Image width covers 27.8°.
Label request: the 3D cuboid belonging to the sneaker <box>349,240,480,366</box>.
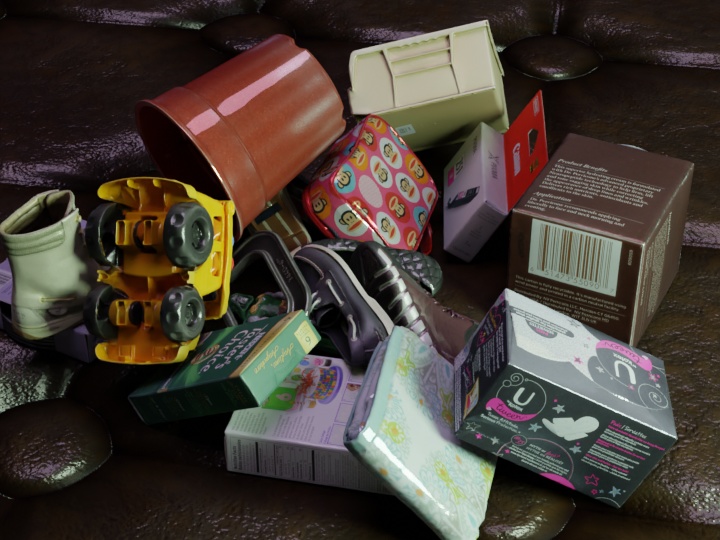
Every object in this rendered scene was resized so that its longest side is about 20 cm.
[{"bbox_3d":[0.071,0.049,1.665,0.115,0.076,0.201,-21,80,-44],"label":"sneaker"}]

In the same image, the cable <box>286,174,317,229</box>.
[{"bbox_3d":[-0.110,-0.114,1.902,0.199,0.051,0.097,32,8,21],"label":"cable"}]

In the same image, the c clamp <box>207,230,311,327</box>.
[{"bbox_3d":[-0.135,0.041,1.693,0.171,0.027,0.200,-47,44,7],"label":"c clamp"}]

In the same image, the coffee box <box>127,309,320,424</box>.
[{"bbox_3d":[-0.147,0.105,1.564,0.199,0.044,0.123,-13,24,46],"label":"coffee box"}]

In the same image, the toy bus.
[{"bbox_3d":[-0.206,0.006,1.640,0.135,0.202,0.192,1,-4,26],"label":"toy bus"}]

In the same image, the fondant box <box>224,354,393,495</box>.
[{"bbox_3d":[-0.031,0.161,1.564,0.198,0.059,0.145,8,36,9],"label":"fondant box"}]

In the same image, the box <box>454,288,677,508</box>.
[{"bbox_3d":[0.208,0.128,1.494,0.199,0.115,0.133,25,33,-13],"label":"box"}]

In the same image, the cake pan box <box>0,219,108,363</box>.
[{"bbox_3d":[-0.346,0.019,1.769,0.183,0.053,0.200,15,38,24],"label":"cake pan box"}]

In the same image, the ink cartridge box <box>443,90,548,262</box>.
[{"bbox_3d":[0.171,-0.132,1.879,0.043,0.174,0.201,27,32,-15],"label":"ink cartridge box"}]

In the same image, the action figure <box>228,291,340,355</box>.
[{"bbox_3d":[-0.064,0.055,1.718,0.198,0.055,0.118,7,35,14],"label":"action figure"}]

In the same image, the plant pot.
[{"bbox_3d":[-0.136,-0.172,1.757,0.195,0.202,0.200,-38,48,-20],"label":"plant pot"}]

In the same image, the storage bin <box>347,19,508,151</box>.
[{"bbox_3d":[0.094,-0.239,1.970,0.197,0.200,0.095,-11,77,9],"label":"storage bin"}]

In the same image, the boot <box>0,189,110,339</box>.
[{"bbox_3d":[-0.314,-0.025,1.656,0.199,0.156,0.072,-28,44,-32],"label":"boot"}]

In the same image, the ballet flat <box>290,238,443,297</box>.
[{"bbox_3d":[0.000,0.000,1.740,0.198,0.067,0.057,3,22,7],"label":"ballet flat"}]

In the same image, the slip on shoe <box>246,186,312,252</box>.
[{"bbox_3d":[-0.115,-0.075,1.837,0.076,0.061,0.201,-31,63,-6],"label":"slip on shoe"}]

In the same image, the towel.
[{"bbox_3d":[0.070,0.165,1.482,0.171,0.048,0.200,42,34,-14],"label":"towel"}]

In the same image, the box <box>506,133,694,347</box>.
[{"bbox_3d":[0.285,-0.033,1.741,0.165,0.165,0.200,16,38,23],"label":"box"}]

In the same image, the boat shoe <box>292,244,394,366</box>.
[{"bbox_3d":[-0.033,0.038,1.634,0.062,0.073,0.200,-21,44,-25],"label":"boat shoe"}]

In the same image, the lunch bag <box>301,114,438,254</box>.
[{"bbox_3d":[0.026,-0.085,1.840,0.082,0.176,0.200,-34,16,34],"label":"lunch bag"}]
